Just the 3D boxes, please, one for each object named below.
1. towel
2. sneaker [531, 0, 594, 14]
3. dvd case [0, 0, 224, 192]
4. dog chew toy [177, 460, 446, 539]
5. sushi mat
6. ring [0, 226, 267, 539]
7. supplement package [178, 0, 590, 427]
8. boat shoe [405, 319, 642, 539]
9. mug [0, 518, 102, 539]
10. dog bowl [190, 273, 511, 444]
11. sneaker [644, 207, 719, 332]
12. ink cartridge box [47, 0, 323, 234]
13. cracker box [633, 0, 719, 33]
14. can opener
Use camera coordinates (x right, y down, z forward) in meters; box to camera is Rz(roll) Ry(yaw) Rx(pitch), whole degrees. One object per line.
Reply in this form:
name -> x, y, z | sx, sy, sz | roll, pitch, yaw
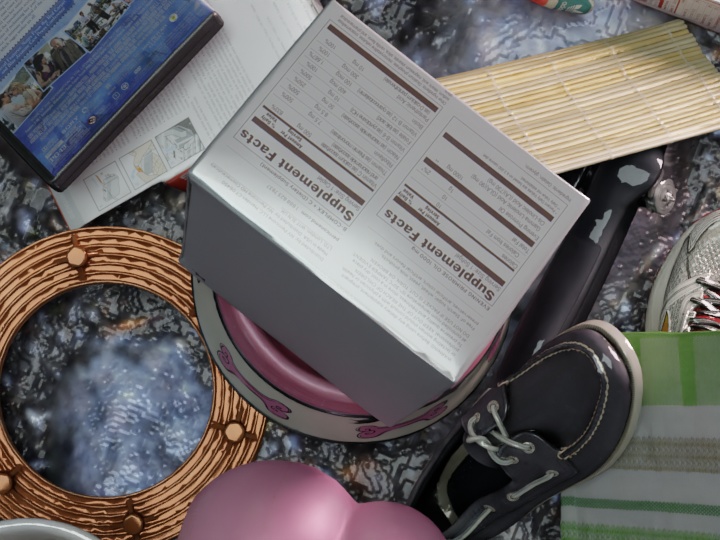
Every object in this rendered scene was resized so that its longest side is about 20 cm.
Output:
towel -> 0.165, 0.132, 0.890 | 0.031, 0.149, 0.200 | 1, 87, -36
sneaker -> 0.147, -0.253, 1.026 | 0.093, 0.070, 0.200 | 27, 83, -9
dvd case -> -0.193, -0.156, 1.015 | 0.143, 0.018, 0.200 | -46, 60, -1
dog chew toy -> -0.003, 0.180, 0.914 | 0.200, 0.125, 0.125 | 14, 83, 7
sushi mat -> 0.126, -0.098, 0.973 | 0.200, 0.012, 0.096 | -16, 54, -19
ring -> -0.154, 0.073, 0.997 | 0.200, 0.019, 0.201 | 0, 89, -5
supplement package -> 0.002, -0.018, 0.835 | 0.156, 0.200, 0.111 | 38, 77, 1
boat shoe -> 0.086, 0.100, 0.910 | 0.063, 0.200, 0.073 | -19, 67, -37
mug -> -0.164, 0.232, 0.927 | 0.149, 0.153, 0.187 | -23, 82, 0
dog bowl -> 0.000, 0.000, 0.972 | 0.200, 0.074, 0.201 | 1, 79, -6
sneaker -> 0.206, 0.057, 0.957 | 0.078, 0.082, 0.200 | 14, 74, -2
ink cartridge box -> -0.110, -0.113, 1.021 | 0.200, 0.050, 0.109 | -29, 81, 9
cracker box -> 0.283, -0.198, 1.007 | 0.200, 0.058, 0.134 | 22, 83, 6
can opener -> 0.131, -0.006, 0.987 | 0.078, 0.063, 0.200 | 18, 80, 27
